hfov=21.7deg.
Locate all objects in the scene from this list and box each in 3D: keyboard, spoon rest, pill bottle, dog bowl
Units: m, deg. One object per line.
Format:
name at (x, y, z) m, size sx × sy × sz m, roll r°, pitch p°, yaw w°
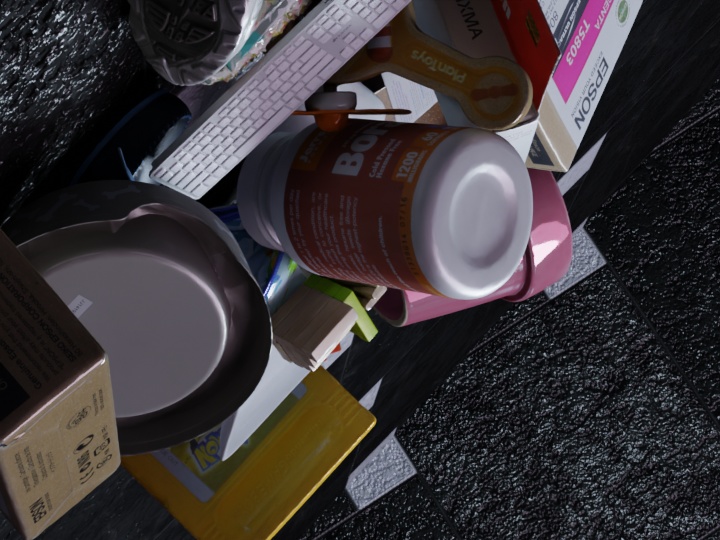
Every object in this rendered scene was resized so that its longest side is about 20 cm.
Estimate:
keyboard at (-0.048, -0.117, 1.171) m, size 0.200 × 0.011 × 0.056 m, roll -42°, pitch 145°, yaw 15°
spoon rest at (-0.034, -0.124, 1.393) m, size 0.098 × 0.061 × 0.200 m, roll -15°, pitch 166°, yaw 3°
pill bottle at (0.011, -0.046, 1.282) m, size 0.112 × 0.199 × 0.113 m, roll -9°, pitch 103°, yaw -44°
dog bowl at (-0.156, 0.028, 1.196) m, size 0.201 × 0.199 × 0.059 m, roll -55°, pitch -151°, yaw 30°

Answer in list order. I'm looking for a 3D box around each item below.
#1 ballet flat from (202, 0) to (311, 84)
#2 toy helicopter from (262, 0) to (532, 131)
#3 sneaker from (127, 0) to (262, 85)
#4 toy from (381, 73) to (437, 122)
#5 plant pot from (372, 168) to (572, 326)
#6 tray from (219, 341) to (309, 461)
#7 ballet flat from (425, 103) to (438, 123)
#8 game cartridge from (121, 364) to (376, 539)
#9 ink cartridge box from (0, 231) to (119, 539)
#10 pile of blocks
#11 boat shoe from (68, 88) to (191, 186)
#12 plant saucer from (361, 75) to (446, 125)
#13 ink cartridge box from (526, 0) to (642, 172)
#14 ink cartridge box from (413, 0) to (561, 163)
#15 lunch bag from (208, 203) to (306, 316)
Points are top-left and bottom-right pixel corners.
ballet flat at (-0.046, -0.194, 1.145) m, size 0.200 × 0.076 × 0.064 m, roll -41°, pitch 180°, yaw 11°
toy helicopter at (0.016, -0.136, 1.207) m, size 0.133 × 0.199 × 0.079 m, roll -65°, pitch 165°, yaw 6°
sneaker at (-0.063, -0.189, 1.067) m, size 0.099 × 0.078 × 0.201 m, roll -40°, pitch 167°, yaw -50°
toy at (0.055, -0.205, 1.459) m, size 0.200 × 0.047 × 0.116 m, roll -41°, pitch 124°, yaw -39°
plant pot at (0.084, -0.040, 1.861) m, size 0.178 × 0.201 × 0.200 m, roll -28°, pitch 162°, yaw -20°
tray at (-0.052, 0.053, 1.443) m, size 0.200 × 0.022 × 0.108 m, roll -46°, pitch 161°, yaw -48°
ballet flat at (0.050, -0.153, 1.661) m, size 0.201 × 0.069 × 0.069 m, roll -59°, pitch 165°, yaw 27°
game cartridge at (-0.115, 0.121, 1.570) m, size 0.176 × 0.200 × 0.032 m, roll -47°, pitch 171°, yaw -7°
ink cartridge box at (-0.208, 0.041, 1.005) m, size 0.075 × 0.165 × 0.200 m, roll -40°, pitch 166°, yaw -18°
pile of blocks at (0.000, 0.000, 1.384) m, size 0.062 × 0.081 × 0.201 m, roll 57°, pitch 43°, yaw -40°
boat shoe at (-0.159, -0.028, 1.243) m, size 0.201 × 0.069 × 0.084 m, roll -56°, pitch 167°, yaw 28°
plant saucer at (0.016, -0.130, 1.561) m, size 0.199 × 0.037 × 0.201 m, roll -30°, pitch 166°, yaw -8°
ink cartridge box at (0.143, -0.206, 1.477) m, size 0.165 × 0.075 × 0.201 m, roll 50°, pitch 58°, yaw -49°
ink cartridge box at (0.069, -0.183, 1.275) m, size 0.043 × 0.202 × 0.174 m, roll -18°, pitch 161°, yaw -9°
lunch bag at (-0.107, 0.020, 1.456) m, size 0.200 × 0.128 × 0.170 m, roll -40°, pitch 169°, yaw 7°
